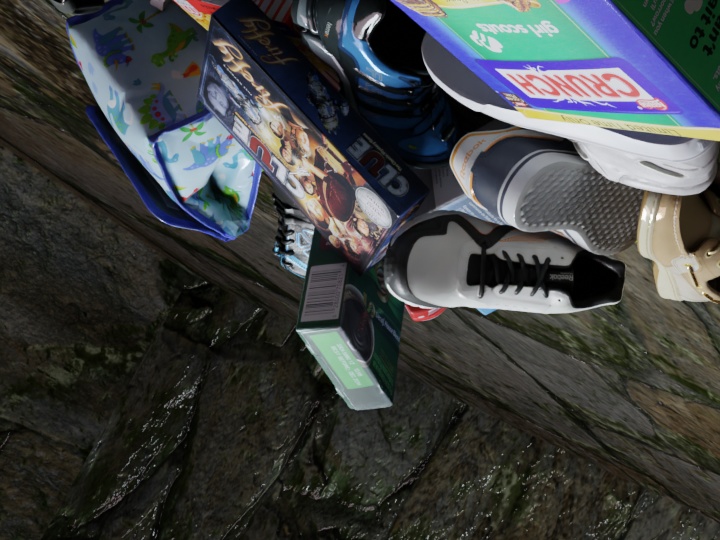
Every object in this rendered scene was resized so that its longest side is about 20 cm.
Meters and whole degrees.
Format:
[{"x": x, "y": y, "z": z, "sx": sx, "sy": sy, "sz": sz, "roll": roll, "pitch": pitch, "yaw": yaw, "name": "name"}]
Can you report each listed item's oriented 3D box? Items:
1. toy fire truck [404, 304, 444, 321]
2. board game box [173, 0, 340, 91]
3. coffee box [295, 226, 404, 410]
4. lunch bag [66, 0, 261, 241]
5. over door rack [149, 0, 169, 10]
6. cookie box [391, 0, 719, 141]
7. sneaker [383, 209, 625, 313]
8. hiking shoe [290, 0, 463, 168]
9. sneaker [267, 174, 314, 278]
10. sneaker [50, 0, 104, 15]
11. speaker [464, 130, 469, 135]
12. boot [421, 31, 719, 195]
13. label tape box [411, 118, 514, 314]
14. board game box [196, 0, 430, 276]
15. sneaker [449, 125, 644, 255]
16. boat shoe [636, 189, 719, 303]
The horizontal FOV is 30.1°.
[{"x": 0.032, "y": -0.032, "z": 1.375, "sx": 0.200, "sy": 0.049, "sz": 0.141, "roll": 61, "pitch": 179, "yaw": 15, "name": "toy fire truck"}, {"x": -0.042, "y": -0.177, "z": 1.089, "sx": 0.151, "sy": 0.046, "sz": 0.200, "roll": 23, "pitch": 170, "yaw": 42, "name": "board game box"}, {"x": 0.000, "y": 0.000, "z": 1.131, "sx": 0.044, "sy": 0.201, "sz": 0.123, "roll": -8, "pitch": 140, "yaw": 21, "name": "coffee box"}, {"x": -0.169, "y": -0.136, "z": 1.219, "sx": 0.170, "sy": 0.127, "sz": 0.200, "roll": 53, "pitch": 169, "yaw": 26, "name": "lunch bag"}, {"x": -0.219, "y": -0.271, "z": 1.061, "sx": 0.147, "sy": 0.067, "sz": 0.200, "roll": 30, "pitch": 172, "yaw": -2, "name": "over door rack"}, {"x": 0.095, "y": -0.153, "z": 0.688, "sx": 0.200, "sy": 0.075, "sz": 0.171, "roll": 34, "pitch": 170, "yaw": -34, "name": "cookie box"}, {"x": 0.110, "y": -0.004, "z": 0.990, "sx": 0.199, "sy": 0.074, "sz": 0.080, "roll": -1, "pitch": -172, "yaw": -29, "name": "sneaker"}, {"x": 0.029, "y": -0.136, "z": 0.968, "sx": 0.087, "sy": 0.075, "sz": 0.200, "roll": 17, "pitch": 159, "yaw": 43, "name": "hiking shoe"}, {"x": -0.050, "y": -0.039, "z": 1.262, "sx": 0.200, "sy": 0.082, "sz": 0.073, "roll": 58, "pitch": -179, "yaw": -35, "name": "sneaker"}, {"x": -0.217, "y": -0.223, "z": 0.925, "sx": 0.199, "sy": 0.100, "sz": 0.070, "roll": -8, "pitch": 165, "yaw": 13, "name": "sneaker"}, {"x": 0.087, "y": -0.062, "z": 1.240, "sx": 0.081, "sy": 0.081, "sz": 0.200, "roll": 27, "pitch": 171, "yaw": 15, "name": "speaker"}, {"x": 0.135, "y": -0.101, "z": 0.865, "sx": 0.199, "sy": 0.074, "sz": 0.096, "roll": 25, "pitch": 166, "yaw": 24, "name": "boot"}, {"x": 0.138, "y": -0.056, "z": 1.073, "sx": 0.200, "sy": 0.063, "sz": 0.144, "roll": -27, "pitch": 137, "yaw": 28, "name": "label tape box"}, {"x": -0.041, "y": -0.098, "z": 1.012, "sx": 0.200, "sy": 0.035, "sz": 0.136, "roll": 47, "pitch": 159, "yaw": 7, "name": "board game box"}, {"x": 0.142, "y": -0.065, "z": 0.956, "sx": 0.079, "sy": 0.079, "sz": 0.200, "roll": 36, "pitch": -165, "yaw": 35, "name": "sneaker"}, {"x": 0.248, "y": -0.027, "z": 0.979, "sx": 0.069, "sy": 0.074, "sz": 0.200, "roll": 12, "pitch": 166, "yaw": 24, "name": "boat shoe"}]
